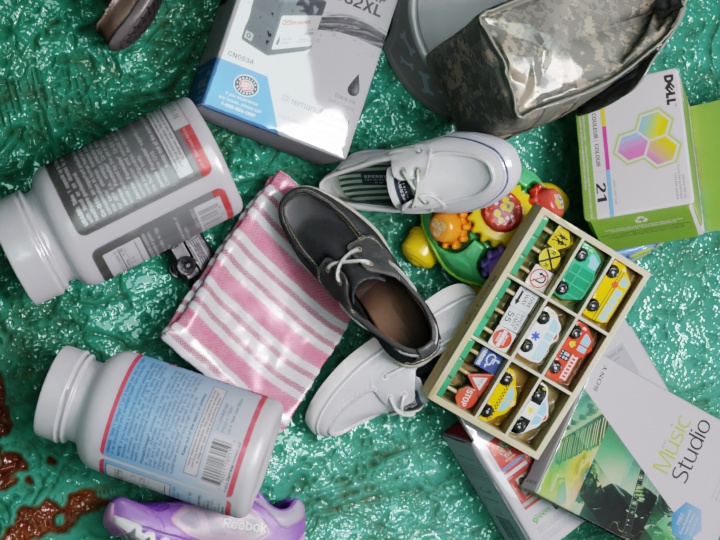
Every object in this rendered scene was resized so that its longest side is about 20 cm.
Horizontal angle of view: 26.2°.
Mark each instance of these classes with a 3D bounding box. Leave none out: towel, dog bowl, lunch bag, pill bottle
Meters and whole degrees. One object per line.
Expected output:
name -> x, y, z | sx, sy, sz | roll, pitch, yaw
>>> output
towel -> -0.075, 0.028, 1.411 | 0.146, 0.030, 0.200 | 40, 67, -17
dog bowl -> 0.120, -0.244, 1.482 | 0.199, 0.059, 0.201 | 0, 90, -18
lunch bag -> 0.183, -0.195, 1.385 | 0.199, 0.164, 0.118 | -23, 91, -16
pill bottle -> -0.214, -0.058, 1.341 | 0.199, 0.114, 0.114 | -27, 98, -7
pill bottle -> -0.176, 0.135, 1.344 | 0.199, 0.109, 0.109 | 19, 84, 2

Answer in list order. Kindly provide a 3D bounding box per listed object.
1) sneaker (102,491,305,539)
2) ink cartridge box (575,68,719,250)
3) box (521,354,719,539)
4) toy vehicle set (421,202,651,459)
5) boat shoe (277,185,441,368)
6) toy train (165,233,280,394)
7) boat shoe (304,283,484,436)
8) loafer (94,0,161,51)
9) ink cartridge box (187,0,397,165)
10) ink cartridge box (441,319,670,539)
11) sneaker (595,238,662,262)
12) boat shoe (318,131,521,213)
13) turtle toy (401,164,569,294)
sneaker -> -0.133, 0.224, 1.395 | 0.199, 0.080, 0.089 | 17, 78, -22
ink cartridge box -> 0.311, -0.113, 1.456 | 0.199, 0.076, 0.148 | -10, 63, 19
box -> 0.265, 0.182, 1.451 | 0.199, 0.036, 0.145 | 28, 82, -16
toy vehicle set -> 0.158, 0.055, 1.395 | 0.124, 0.027, 0.201 | 29, 96, -15
boat shoe -> 0.000, 0.000, 1.380 | 0.072, 0.068, 0.200 | -40, 83, 0
toy train -> -0.124, 0.041, 1.418 | 0.046, 0.034, 0.201 | -32, 99, -26
boat shoe -> 0.041, 0.097, 1.429 | 0.200, 0.072, 0.069 | -35, 58, -6
loafer -> -0.197, -0.292, 1.383 | 0.071, 0.073, 0.201 | 22, 78, -6
ink cartridge box -> -0.057, -0.216, 1.412 | 0.145, 0.084, 0.201 | 20, 84, -16
ink cartridge box -> 0.190, 0.140, 1.488 | 0.200, 0.084, 0.176 | -34, 100, -15
sneaker -> 0.292, -0.074, 1.537 | 0.200, 0.071, 0.083 | -43, 86, -14
boat shoe -> 0.050, -0.076, 1.386 | 0.067, 0.199, 0.074 | -31, 108, -45
turtle toy -> 0.143, -0.035, 1.452 | 0.200, 0.101, 0.146 | 35, 80, -1
